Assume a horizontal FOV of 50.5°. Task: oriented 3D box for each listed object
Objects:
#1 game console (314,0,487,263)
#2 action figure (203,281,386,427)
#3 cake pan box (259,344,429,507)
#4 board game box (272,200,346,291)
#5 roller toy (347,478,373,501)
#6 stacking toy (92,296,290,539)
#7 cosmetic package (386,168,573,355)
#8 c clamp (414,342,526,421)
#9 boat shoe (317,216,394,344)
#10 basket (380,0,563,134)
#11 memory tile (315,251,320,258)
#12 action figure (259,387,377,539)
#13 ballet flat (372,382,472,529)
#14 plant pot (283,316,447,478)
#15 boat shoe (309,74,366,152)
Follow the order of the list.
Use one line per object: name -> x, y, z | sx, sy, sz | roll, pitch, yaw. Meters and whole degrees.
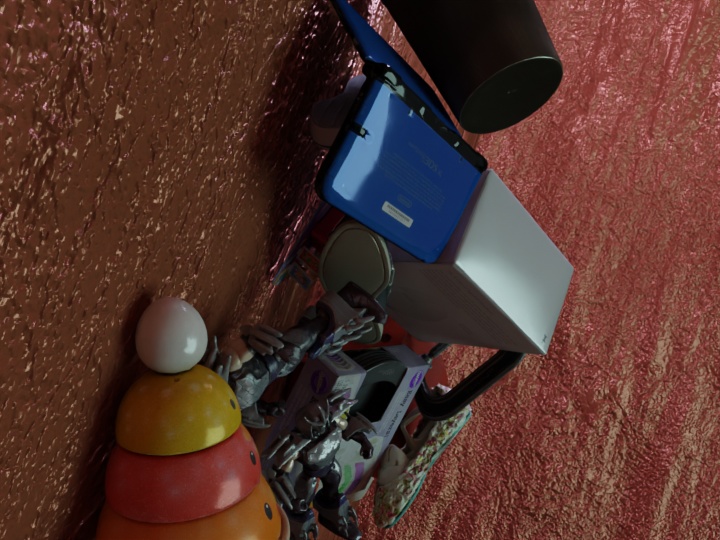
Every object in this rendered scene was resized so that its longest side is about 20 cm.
game console -> 0.023, -0.127, 0.714 | 0.199, 0.118, 0.172 | 27, 90, -51
action figure -> -0.073, 0.079, 0.689 | 0.199, 0.069, 0.131 | -32, 162, -35
cake pan box -> -0.022, 0.174, 0.865 | 0.183, 0.052, 0.202 | 3, 117, -56
board game box -> -0.014, -0.053, 0.806 | 0.201, 0.039, 0.158 | -54, 175, 35
roller toy -> -0.016, 0.264, 1.216 | 0.201, 0.139, 0.183 | -62, 175, -46
stacking toy -> -0.126, 0.118, 0.535 | 0.146, 0.144, 0.203 | -46, 137, -68
cosmetic package -> 0.106, -0.007, 0.891 | 0.199, 0.199, 0.124 | 41, 66, -37
c clamp -> 0.136, 0.092, 0.965 | 0.200, 0.027, 0.171 | -44, -144, 7
boat shoe -> 0.000, 0.000, 0.784 | 0.201, 0.072, 0.063 | 87, 14, -54
basket -> 0.112, -0.253, 0.778 | 0.181, 0.135, 0.202 | 103, -33, -65
memory tile -> 0.030, -0.072, 0.979 | 0.198, 0.017, 0.155 | -1, 113, -41
action figure -> -0.040, 0.201, 0.760 | 0.129, 0.069, 0.202 | -25, 135, -30
ballet flat -> 0.064, 0.224, 0.957 | 0.200, 0.064, 0.075 | -49, -169, -27
plant pot -> 0.002, 0.143, 1.060 | 0.178, 0.198, 0.201 | 84, 25, -42
boat shoe -> 0.000, -0.148, 0.794 | 0.200, 0.073, 0.068 | -57, 151, -58
